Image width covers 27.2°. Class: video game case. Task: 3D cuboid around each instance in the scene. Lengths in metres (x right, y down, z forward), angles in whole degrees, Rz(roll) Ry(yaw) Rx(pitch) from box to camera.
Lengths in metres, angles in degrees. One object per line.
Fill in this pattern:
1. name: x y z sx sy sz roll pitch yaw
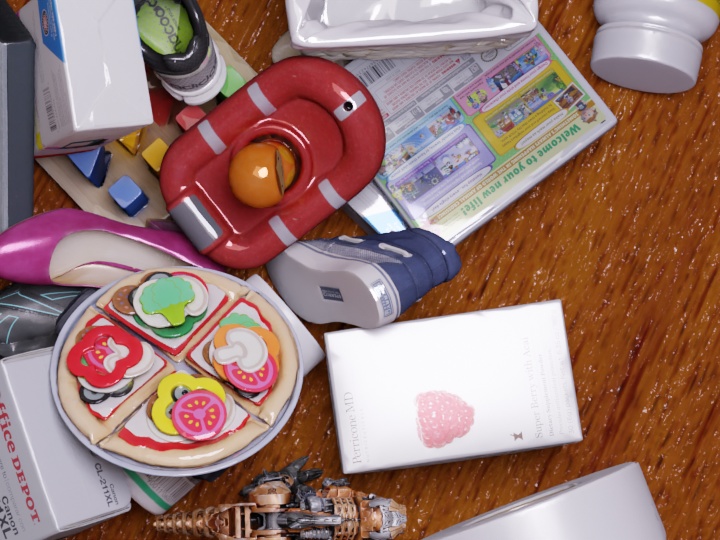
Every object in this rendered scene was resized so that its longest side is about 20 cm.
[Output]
1. video game case: 0.088 -0.139 1.284 0.200 0.022 0.182 -37 82 -6

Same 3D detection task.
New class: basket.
1. basket: 0.038 -0.244 1.222 0.199 0.123 0.136 -3 88 -1

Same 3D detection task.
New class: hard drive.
1. hard drive: -0.307 -0.130 1.245 0.033 0.201 0.140 -10 37 -27

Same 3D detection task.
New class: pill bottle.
1. pill bottle: 0.271 -0.268 1.325 0.114 0.114 0.201 13 81 1
2. pill bottle: -0.134 0.103 1.269 0.200 0.113 0.113 -41 84 -6

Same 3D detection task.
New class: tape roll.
1. tape roll: 0.144 0.222 1.209 0.202 0.202 0.071 -20 81 -3

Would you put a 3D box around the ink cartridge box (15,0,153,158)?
1. ink cartridge box: -0.242 -0.158 1.220 0.067 0.200 0.117 -10 91 -28

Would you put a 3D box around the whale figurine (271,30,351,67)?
1. whale figurine: -0.014 -0.271 1.345 0.159 0.104 0.201 18 105 -7

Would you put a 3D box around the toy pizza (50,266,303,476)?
1. toy pizza: -0.144 0.071 1.174 0.199 0.032 0.201 3 52 -3

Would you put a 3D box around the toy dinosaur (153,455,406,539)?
1. toy dinosaur: -0.064 0.202 1.243 0.199 0.136 0.102 19 83 2

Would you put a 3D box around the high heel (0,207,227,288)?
1. high heel: -0.210 -0.003 1.248 0.096 0.200 0.068 40 119 42

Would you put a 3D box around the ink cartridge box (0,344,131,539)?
1. ink cartridge box: -0.300 0.163 1.222 0.200 0.083 0.146 -27 79 36

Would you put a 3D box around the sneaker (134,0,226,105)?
1. sneaker: -0.180 -0.233 1.232 0.074 0.087 0.200 -32 83 -5

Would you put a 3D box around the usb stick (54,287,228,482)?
1. usb stick: -0.172 0.090 1.203 0.055 0.033 0.200 -44 66 -8

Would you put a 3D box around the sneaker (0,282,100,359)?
1. sneaker: -0.306 0.050 1.306 0.199 0.075 0.080 -2 68 -7

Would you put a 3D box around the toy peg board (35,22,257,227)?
1. toy peg board: -0.206 -0.157 1.315 0.199 0.098 0.200 -44 84 -6

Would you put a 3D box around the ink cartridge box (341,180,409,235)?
1. ink cartridge box: 0.073 -0.109 1.324 0.116 0.067 0.200 44 84 7

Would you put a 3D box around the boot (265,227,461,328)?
1. boot: 0.000 0.000 1.267 0.090 0.200 0.073 -28 113 -25

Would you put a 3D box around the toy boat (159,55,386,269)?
1. toy boat: -0.074 -0.085 1.212 0.200 0.131 0.131 -37 98 11

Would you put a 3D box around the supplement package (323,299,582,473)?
1. supplement package: 0.075 0.102 1.266 0.199 0.120 0.122 -8 83 -1
